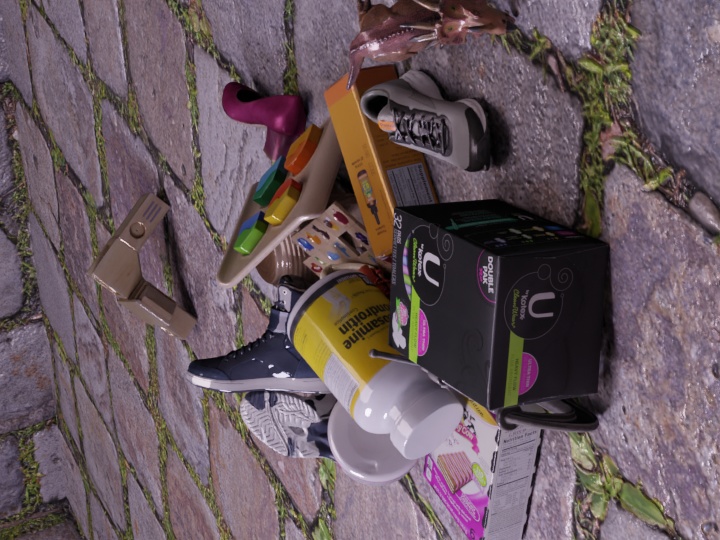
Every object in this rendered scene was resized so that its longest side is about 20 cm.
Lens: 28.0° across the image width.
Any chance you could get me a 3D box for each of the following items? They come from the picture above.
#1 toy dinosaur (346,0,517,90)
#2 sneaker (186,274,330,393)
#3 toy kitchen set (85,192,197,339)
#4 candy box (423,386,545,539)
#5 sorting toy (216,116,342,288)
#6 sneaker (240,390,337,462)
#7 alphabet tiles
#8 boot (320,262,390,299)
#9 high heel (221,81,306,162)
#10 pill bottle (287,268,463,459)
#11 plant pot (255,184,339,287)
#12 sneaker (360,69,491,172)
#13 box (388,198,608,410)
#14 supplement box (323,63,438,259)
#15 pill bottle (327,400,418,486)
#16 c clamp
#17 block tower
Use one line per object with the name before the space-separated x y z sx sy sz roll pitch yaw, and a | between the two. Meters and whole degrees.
toy dinosaur | 0.046 -0.233 1.378 0.086 0.199 0.136 55 -156 -19
sneaker | -0.124 0.078 1.822 0.077 0.200 0.148 -58 -34 -77
toy kitchen set | -0.337 -0.004 2.507 0.199 0.181 0.163 38 168 -17
candy box | 0.130 0.189 1.562 0.137 0.060 0.201 52 148 44
sorting toy | -0.095 -0.090 1.723 0.200 0.036 0.186 -35 28 42
sneaker | -0.074 0.193 1.904 0.130 0.197 0.080 -141 66 -71
alphabet tiles | 0.000 0.000 1.696 0.167 0.008 0.200 41 158 -7
boot | 0.029 0.050 1.631 0.199 0.075 0.108 13 125 42
high heel | -0.124 -0.227 1.905 0.200 0.067 0.097 48 129 44
pill bottle | 0.018 0.101 1.531 0.200 0.111 0.113 48 147 29
plant pot | -0.090 -0.042 1.884 0.201 0.092 0.202 48 146 48
sneaker | 0.069 -0.145 1.469 0.200 0.079 0.075 38 136 53
box | 0.125 0.026 1.367 0.200 0.123 0.150 30 122 58
supplement box | 0.027 -0.120 1.589 0.066 0.068 0.202 -25 80 58
pill bottle | 0.019 0.196 1.700 0.200 0.112 0.114 87 163 -79
c clamp | 0.127 0.121 1.400 0.199 0.170 0.027 25 105 54
block tower | -0.017 -0.060 1.711 0.199 0.054 0.058 7 110 55
